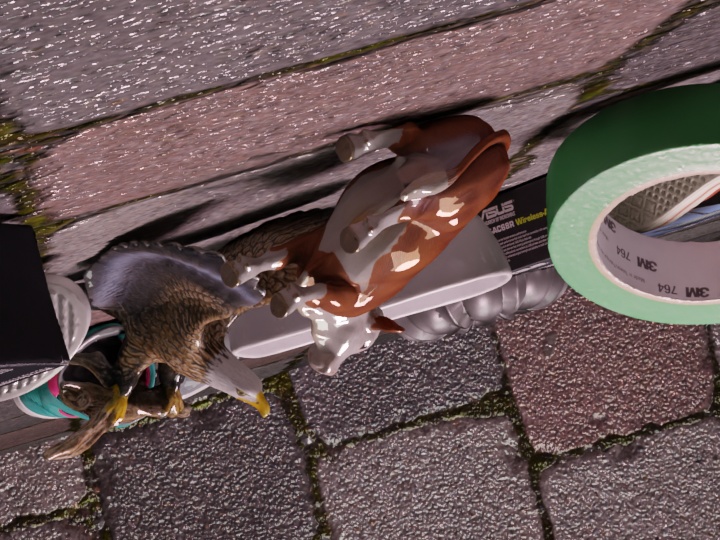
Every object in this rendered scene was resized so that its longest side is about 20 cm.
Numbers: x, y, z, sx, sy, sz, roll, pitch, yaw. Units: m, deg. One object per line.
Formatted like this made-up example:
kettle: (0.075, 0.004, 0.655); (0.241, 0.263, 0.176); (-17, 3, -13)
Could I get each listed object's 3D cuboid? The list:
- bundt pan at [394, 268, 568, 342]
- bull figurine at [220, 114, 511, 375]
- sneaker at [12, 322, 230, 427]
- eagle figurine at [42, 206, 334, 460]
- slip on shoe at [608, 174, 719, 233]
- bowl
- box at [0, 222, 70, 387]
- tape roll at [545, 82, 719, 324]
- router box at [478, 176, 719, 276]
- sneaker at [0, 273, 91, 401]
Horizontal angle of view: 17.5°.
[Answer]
bundt pan: (0.110, 0.016, 2.210); (0.201, 0.076, 0.202); (-16, 176, -1)
bull figurine: (0.002, -0.014, 1.275); (0.121, 0.065, 0.200); (-12, 149, -47)
sneaker: (-0.176, 0.077, 1.902); (0.199, 0.084, 0.121); (-13, -176, -24)
eagle figurine: (-0.098, 0.024, 1.431); (0.200, 0.150, 0.152); (-55, -163, 33)
slip on shoe: (0.213, -0.075, 1.525); (0.061, 0.074, 0.200); (-16, 172, -46)
bowl: (0.000, 0.000, 1.614); (0.199, 0.075, 0.200); (-18, 175, 2)
box: (-0.261, 0.040, 1.112); (0.199, 0.079, 0.141); (-18, 172, 14)
tape roll: (0.216, -0.038, 1.462); (0.199, 0.048, 0.201); (2, 146, 1)
router box: (0.205, -0.055, 1.766); (0.149, 0.062, 0.199); (-11, 173, -44)
sneaker: (-0.243, 0.042, 1.400); (0.199, 0.074, 0.082); (-23, -157, 20)
